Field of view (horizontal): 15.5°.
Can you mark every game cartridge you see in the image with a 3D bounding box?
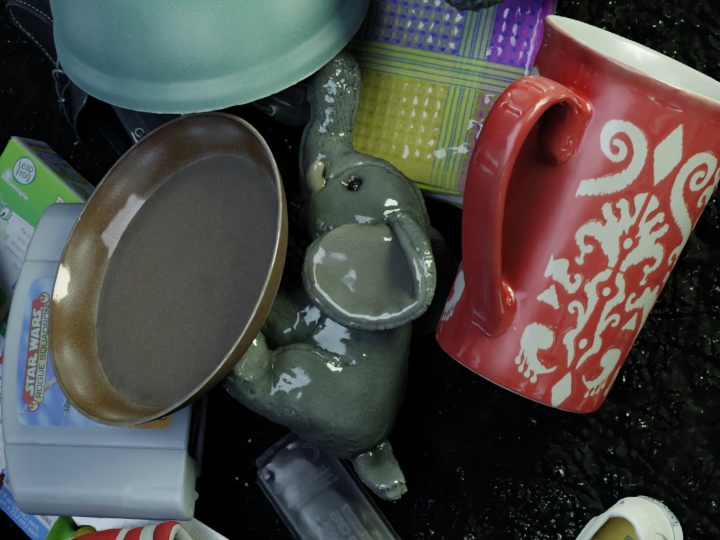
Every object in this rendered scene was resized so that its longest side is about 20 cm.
[{"bbox_3d":[-0.159,0.055,1.665,0.132,0.042,0.201,1,76,13],"label":"game cartridge"}]

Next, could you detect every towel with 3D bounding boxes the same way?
[{"bbox_3d":[0.052,-0.139,1.640,0.143,0.023,0.201,12,92,27],"label":"towel"}]

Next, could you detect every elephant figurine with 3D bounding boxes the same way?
[{"bbox_3d":[0.000,0.000,1.598,0.200,0.155,0.142,-54,27,8],"label":"elephant figurine"}]

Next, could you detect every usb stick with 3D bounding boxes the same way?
[{"bbox_3d":[0.006,0.186,1.636,0.055,0.033,0.200,-35,72,-4],"label":"usb stick"}]

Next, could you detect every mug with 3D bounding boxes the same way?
[{"bbox_3d":[0.111,-0.036,1.533,0.201,0.177,0.133,-67,27,13],"label":"mug"}]

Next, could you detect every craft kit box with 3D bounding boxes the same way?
[{"bbox_3d":[-0.206,0.049,1.746,0.200,0.048,0.198,41,107,22],"label":"craft kit box"}]

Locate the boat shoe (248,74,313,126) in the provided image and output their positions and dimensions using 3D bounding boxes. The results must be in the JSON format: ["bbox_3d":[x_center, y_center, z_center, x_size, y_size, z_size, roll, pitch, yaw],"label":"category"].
[{"bbox_3d":[-0.095,-0.145,1.688,0.199,0.074,0.066,23,127,33],"label":"boat shoe"}]

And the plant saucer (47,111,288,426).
[{"bbox_3d":[-0.110,0.002,1.593,0.200,0.032,0.201,-25,52,36],"label":"plant saucer"}]

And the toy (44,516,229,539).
[{"bbox_3d":[-0.111,0.214,1.680,0.199,0.047,0.116,30,100,8],"label":"toy"}]

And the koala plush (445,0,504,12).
[{"bbox_3d":[0.081,-0.273,1.543,0.183,0.177,0.201,-33,65,10],"label":"koala plush"}]

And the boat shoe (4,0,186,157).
[{"bbox_3d":[-0.169,-0.118,1.714,0.062,0.075,0.200,-41,72,-17],"label":"boat shoe"}]

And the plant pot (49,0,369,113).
[{"bbox_3d":[-0.102,-0.209,1.600,0.199,0.201,0.135,12,135,26],"label":"plant pot"}]

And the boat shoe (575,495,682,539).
[{"bbox_3d":[0.117,0.224,1.554,0.074,0.086,0.203,37,103,23],"label":"boat shoe"}]

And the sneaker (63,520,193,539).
[{"bbox_3d":[-0.121,0.252,1.623,0.112,0.071,0.201,-17,88,18],"label":"sneaker"}]

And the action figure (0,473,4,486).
[{"bbox_3d":[-0.252,0.168,1.717,0.065,0.099,0.200,-13,124,46],"label":"action figure"}]
